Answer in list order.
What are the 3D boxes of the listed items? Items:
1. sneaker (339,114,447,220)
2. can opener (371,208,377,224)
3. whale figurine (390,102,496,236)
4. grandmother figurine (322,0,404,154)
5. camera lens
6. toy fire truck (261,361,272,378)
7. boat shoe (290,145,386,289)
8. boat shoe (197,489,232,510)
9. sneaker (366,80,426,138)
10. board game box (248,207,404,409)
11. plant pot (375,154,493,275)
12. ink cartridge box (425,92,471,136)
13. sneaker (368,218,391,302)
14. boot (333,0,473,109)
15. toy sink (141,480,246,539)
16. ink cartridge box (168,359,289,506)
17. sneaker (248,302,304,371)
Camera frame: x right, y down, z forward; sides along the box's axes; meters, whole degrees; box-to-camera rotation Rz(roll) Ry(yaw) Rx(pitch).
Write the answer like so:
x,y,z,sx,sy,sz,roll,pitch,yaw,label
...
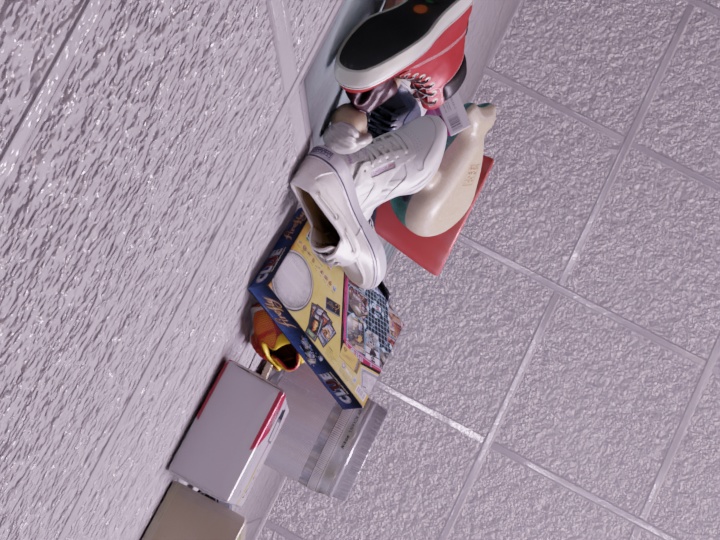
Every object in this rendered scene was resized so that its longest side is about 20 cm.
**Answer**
x,y,z,sx,sy,sz,roll,pitch,yaw,label
0.022,-0.123,1.416,0.199,0.075,0.100,-39,147,-7,sneaker
0.003,-0.104,1.695,0.078,0.063,0.202,-31,150,-35,can opener
0.109,-0.148,1.624,0.158,0.103,0.202,-13,133,-55,whale figurine
0.018,-0.219,1.303,0.121,0.060,0.202,10,111,-57,grandmother figurine
-0.077,0.232,1.772,0.162,0.198,0.160,-62,176,-8,camera lens
-0.103,0.094,1.670,0.202,0.048,0.141,-67,173,20,toy fire truck
-0.029,-0.041,1.314,0.070,0.070,0.202,-49,142,-26,boat shoe
-0.208,0.324,1.609,0.074,0.067,0.202,95,-5,-50,boat shoe
0.020,-0.162,1.499,0.147,0.076,0.203,-55,164,-14,sneaker
-0.035,0.043,1.386,0.034,0.201,0.136,-10,-143,40,board game box
0.082,-0.117,1.794,0.203,0.175,0.200,-64,177,-5,plant pot
0.085,-0.231,1.549,0.037,0.096,0.200,-26,-165,-5,ink cartridge box
0.000,0.000,1.599,0.129,0.078,0.203,-153,-115,-69,sneaker
0.049,-0.204,1.240,0.200,0.072,0.146,-41,148,-32,boot
-0.225,0.382,1.451,0.202,0.111,0.131,-62,175,-23,toy sink
-0.155,0.203,1.453,0.149,0.085,0.200,-63,174,-11,ink cartridge box
-0.099,0.094,1.453,0.072,0.078,0.200,-19,163,-1,sneaker
